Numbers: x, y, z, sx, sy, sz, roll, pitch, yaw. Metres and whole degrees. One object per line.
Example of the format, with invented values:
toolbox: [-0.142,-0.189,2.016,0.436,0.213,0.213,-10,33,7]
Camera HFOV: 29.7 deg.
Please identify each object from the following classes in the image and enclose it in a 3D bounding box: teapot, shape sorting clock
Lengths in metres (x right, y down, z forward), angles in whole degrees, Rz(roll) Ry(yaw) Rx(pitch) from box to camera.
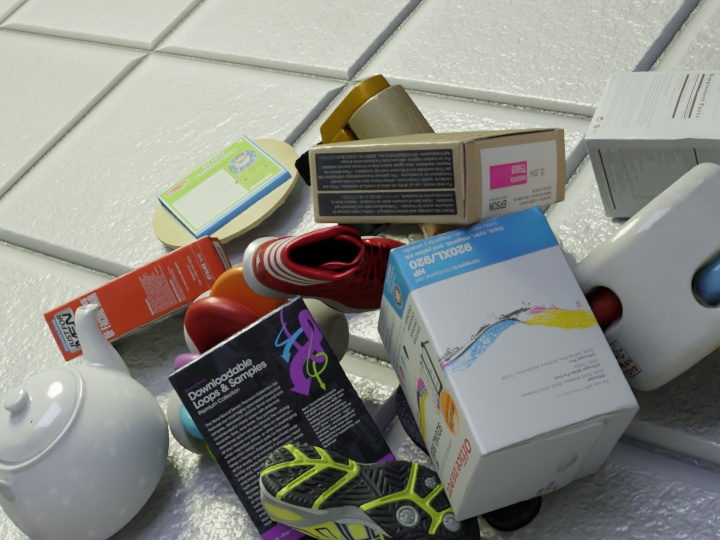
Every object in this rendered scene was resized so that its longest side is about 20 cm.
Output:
teapot: [-0.298,0.170,1.340,0.197,0.146,0.201,-35,38,9]
shape sorting clock: [-0.164,-0.093,1.668,0.198,0.039,0.201,-16,40,14]

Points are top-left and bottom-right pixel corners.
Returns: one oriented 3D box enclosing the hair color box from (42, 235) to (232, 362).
hair color box: [-0.241,0.029,1.515,0.199,0.064,0.111,-27,1,0]

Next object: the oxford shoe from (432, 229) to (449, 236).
oxford shoe: [0.123,0.046,1.311,0.072,0.071,0.201,-15,67,-17]

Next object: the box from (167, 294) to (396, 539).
box: [-0.066,0.144,1.243,0.142,0.201,0.036,-30,5,-7]

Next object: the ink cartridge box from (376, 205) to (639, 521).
ink cartridge box: [0.118,0.081,1.163,0.144,0.148,0.201,-16,62,-14]

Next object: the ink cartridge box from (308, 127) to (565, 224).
ink cartridge box: [0.074,-0.088,1.250,0.164,0.076,0.199,2,9,34]

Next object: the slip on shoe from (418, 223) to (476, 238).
slip on shoe: [0.092,-0.065,1.445,0.075,0.061,0.200,-14,20,8]

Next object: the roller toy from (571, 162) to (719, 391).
roller toy: [0.277,0.012,1.187,0.200,0.140,0.182,-42,-8,26]

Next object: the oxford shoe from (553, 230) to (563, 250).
oxford shoe: [0.122,0.013,1.386,0.199,0.058,0.075,-32,38,-10]

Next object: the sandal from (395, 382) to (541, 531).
sandal: [0.096,0.163,1.251,0.075,0.045,0.200,-34,54,-3]

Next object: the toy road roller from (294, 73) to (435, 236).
toy road roller: [0.034,-0.130,1.498,0.146,0.123,0.200,-29,-10,-38]

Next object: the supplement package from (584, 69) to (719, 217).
supplement package: [0.346,-0.127,1.378,0.199,0.114,0.110,3,48,29]

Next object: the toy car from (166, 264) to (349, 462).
toy car: [-0.117,0.092,1.325,0.174,0.150,0.202,2,72,28]

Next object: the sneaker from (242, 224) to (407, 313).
sneaker: [0.000,0.000,1.271,0.199,0.079,0.115,-3,-2,-31]

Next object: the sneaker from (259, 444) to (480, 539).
sneaker: [0.008,0.209,1.194,0.198,0.077,0.076,18,52,3]
